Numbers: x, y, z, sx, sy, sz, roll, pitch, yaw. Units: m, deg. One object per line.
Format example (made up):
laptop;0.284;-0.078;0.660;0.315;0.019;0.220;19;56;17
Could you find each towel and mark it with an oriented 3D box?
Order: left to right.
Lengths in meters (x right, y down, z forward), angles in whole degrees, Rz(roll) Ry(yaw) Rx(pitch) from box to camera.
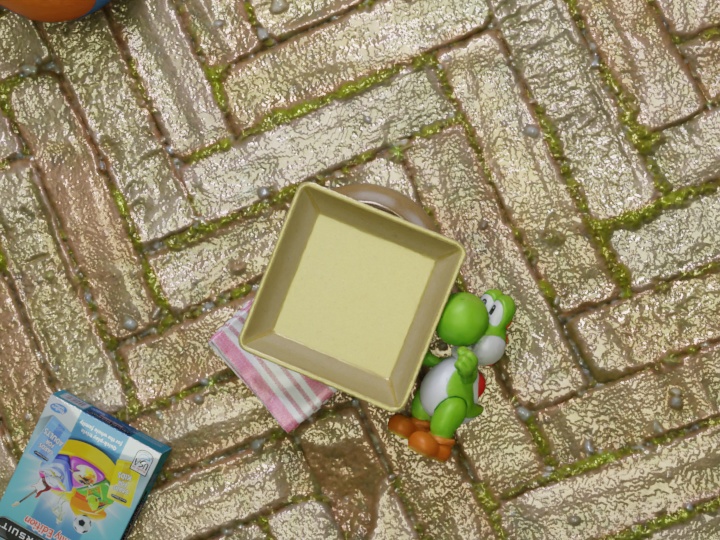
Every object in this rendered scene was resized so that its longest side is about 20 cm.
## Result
towel;-0.057;0.067;1.666;0.200;0.030;0.146;-42;87;7

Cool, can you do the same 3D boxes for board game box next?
board game box;-0.335;0.265;1.732;0.151;0.047;0.201;27;95;7

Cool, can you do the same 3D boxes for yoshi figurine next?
yoshi figurine;0.095;0.104;1.635;0.112;0.112;0.201;29;93;13

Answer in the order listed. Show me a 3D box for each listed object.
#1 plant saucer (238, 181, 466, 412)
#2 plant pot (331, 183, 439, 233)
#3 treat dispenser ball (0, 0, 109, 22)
plant saucer;-0.008;0.029;1.625;0.199;0.048;0.201;22;92;5
plant pot;0.000;0.000;1.683;0.199;0.027;0.201;0;91;8
treat dispenser ball;-0.345;-0.377;1.631;0.200;0.201;0.202;0;92;8
